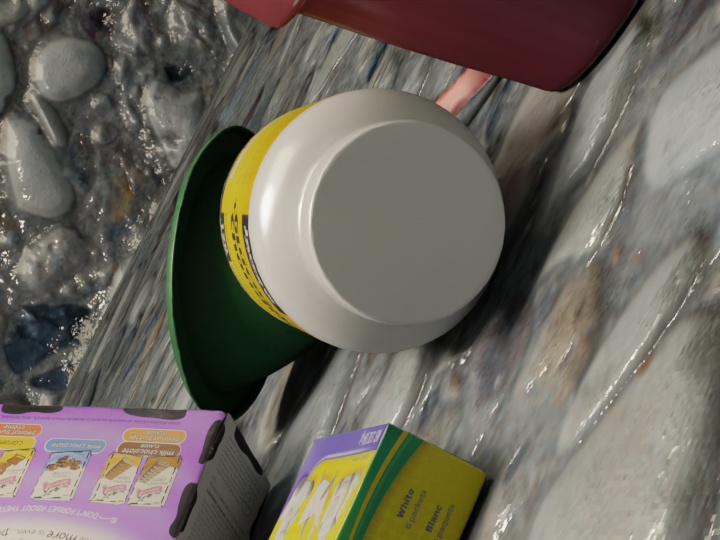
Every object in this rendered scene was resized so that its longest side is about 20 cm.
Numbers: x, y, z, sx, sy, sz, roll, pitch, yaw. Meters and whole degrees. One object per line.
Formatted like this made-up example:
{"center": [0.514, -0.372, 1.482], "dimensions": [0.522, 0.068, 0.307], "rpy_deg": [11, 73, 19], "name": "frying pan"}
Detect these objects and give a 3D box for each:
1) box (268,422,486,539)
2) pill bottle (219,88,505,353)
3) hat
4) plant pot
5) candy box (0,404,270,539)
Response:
{"center": [-0.028, 0.159, 0.676], "dimensions": [0.202, 0.048, 0.117], "rpy_deg": [-67, 11, -14], "name": "box"}
{"center": [0.001, -0.022, 0.808], "dimensions": [0.113, 0.111, 0.200], "rpy_deg": [-63, 10, -3], "name": "pill bottle"}
{"center": [0.000, 0.000, 1.022], "dimensions": [0.201, 0.174, 0.167], "rpy_deg": [72, -151, -48], "name": "hat"}
{"center": [0.042, -0.178, 0.817], "dimensions": [0.201, 0.178, 0.200], "rpy_deg": [-59, 12, 19], "name": "plant pot"}
{"center": [-0.160, 0.172, 0.959], "dimensions": [0.166, 0.072, 0.201], "rpy_deg": [0, 50, 26], "name": "candy box"}
